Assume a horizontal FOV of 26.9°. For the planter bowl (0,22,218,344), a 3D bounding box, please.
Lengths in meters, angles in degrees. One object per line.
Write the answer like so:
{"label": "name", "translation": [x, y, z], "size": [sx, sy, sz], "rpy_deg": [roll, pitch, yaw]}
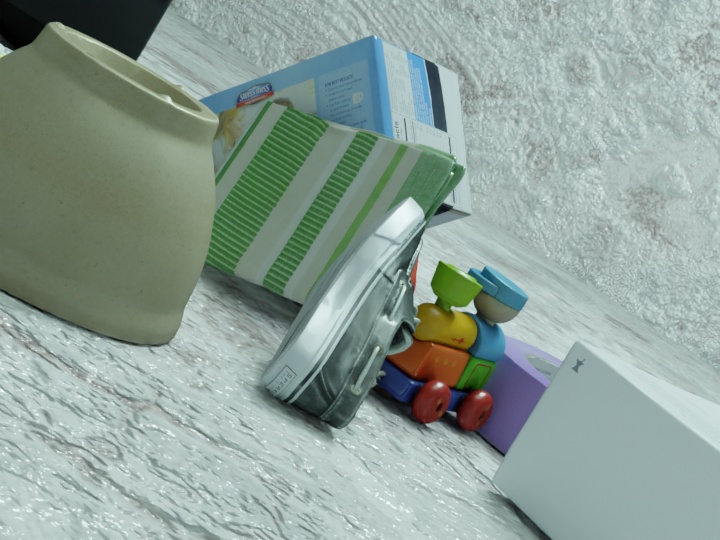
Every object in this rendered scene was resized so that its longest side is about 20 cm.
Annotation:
{"label": "planter bowl", "translation": [-0.168, -0.065, 0.920], "size": [0.199, 0.135, 0.200], "rpy_deg": [30, 7, -4]}

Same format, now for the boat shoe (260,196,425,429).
{"label": "boat shoe", "translation": [0.003, 0.031, 1.001], "size": [0.071, 0.072, 0.200], "rpy_deg": [42, 47, -8]}

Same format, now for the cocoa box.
{"label": "cocoa box", "translation": [-0.027, -0.095, 1.269], "size": [0.199, 0.135, 0.131], "rpy_deg": [-15, -16, 32]}

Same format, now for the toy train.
{"label": "toy train", "translation": [0.047, 0.043, 1.109], "size": [0.084, 0.116, 0.200], "rpy_deg": [35, 9, 32]}

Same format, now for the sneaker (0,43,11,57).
{"label": "sneaker", "translation": [-0.253, -0.107, 1.077], "size": [0.199, 0.078, 0.090], "rpy_deg": [25, 17, -27]}

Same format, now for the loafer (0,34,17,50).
{"label": "loafer", "translation": [-0.322, -0.172, 1.291], "size": [0.199, 0.072, 0.063], "rpy_deg": [33, -16, -26]}

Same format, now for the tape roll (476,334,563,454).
{"label": "tape roll", "translation": [0.178, 0.132, 1.235], "size": [0.199, 0.066, 0.200], "rpy_deg": [30, 9, -5]}

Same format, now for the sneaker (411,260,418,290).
{"label": "sneaker", "translation": [0.000, 0.000, 1.249], "size": [0.075, 0.085, 0.200], "rpy_deg": [25, -1, -22]}

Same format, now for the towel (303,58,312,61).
{"label": "towel", "translation": [-0.044, -0.100, 1.444], "size": [0.048, 0.172, 0.200], "rpy_deg": [20, 13, -25]}

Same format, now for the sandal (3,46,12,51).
{"label": "sandal", "translation": [-0.268, -0.127, 1.182], "size": [0.205, 0.059, 0.079], "rpy_deg": [19, 34, -10]}

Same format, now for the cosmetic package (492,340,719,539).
{"label": "cosmetic package", "translation": [0.233, 0.168, 1.012], "size": [0.199, 0.123, 0.199], "rpy_deg": [26, 10, -39]}

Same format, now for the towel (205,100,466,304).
{"label": "towel", "translation": [-0.036, -0.048, 1.137], "size": [0.199, 0.153, 0.023], "rpy_deg": [20, -22, 35]}

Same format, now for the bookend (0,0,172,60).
{"label": "bookend", "translation": [-0.292, -0.230, 1.343], "size": [0.199, 0.093, 0.199], "rpy_deg": [31, -21, -11]}
